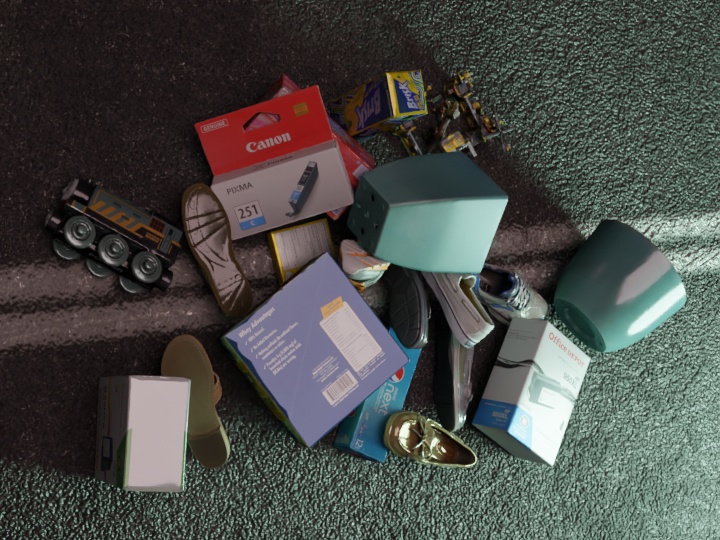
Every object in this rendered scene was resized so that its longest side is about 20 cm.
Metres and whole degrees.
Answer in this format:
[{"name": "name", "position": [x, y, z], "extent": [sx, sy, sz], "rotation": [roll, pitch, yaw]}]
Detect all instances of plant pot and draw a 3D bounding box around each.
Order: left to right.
[{"name": "plant pot", "position": [0.090, -0.088, 1.663], "extent": [0.197, 0.142, 0.143], "rotation": [-3, 125, -33]}, {"name": "plant pot", "position": [0.430, 0.042, 1.884], "extent": [0.161, 0.200, 0.202], "rotation": [-41, 103, -11]}]

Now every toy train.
[{"name": "toy train", "position": [-0.347, -0.049, 1.556], "extent": [0.198, 0.085, 0.115], "rotation": [29, 60, -20]}]

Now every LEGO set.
[{"name": "LEGO set", "position": [0.155, -0.242, 1.807], "extent": [0.198, 0.115, 0.156], "rotation": [-25, 96, -27]}]

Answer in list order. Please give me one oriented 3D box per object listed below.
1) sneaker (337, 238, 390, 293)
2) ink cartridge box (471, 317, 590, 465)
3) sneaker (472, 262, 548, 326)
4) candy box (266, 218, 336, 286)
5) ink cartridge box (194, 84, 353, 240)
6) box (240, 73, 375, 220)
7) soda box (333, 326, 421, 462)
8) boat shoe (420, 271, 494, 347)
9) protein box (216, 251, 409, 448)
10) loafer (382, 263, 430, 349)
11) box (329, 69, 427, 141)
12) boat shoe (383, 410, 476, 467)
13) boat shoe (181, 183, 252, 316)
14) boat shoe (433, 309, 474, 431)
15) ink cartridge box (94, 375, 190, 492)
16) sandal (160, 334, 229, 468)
[{"name": "sneaker", "position": [0.000, 0.000, 1.672], "extent": [0.077, 0.200, 0.078], "rotation": [30, 98, 8]}, {"name": "ink cartridge box", "position": [0.288, 0.201, 1.832], "extent": [0.144, 0.083, 0.203], "rotation": [37, 68, -37]}, {"name": "sneaker", "position": [0.244, 0.040, 1.843], "extent": [0.198, 0.085, 0.078], "rotation": [23, 75, -24]}, {"name": "candy box", "position": [-0.076, 0.028, 1.712], "extent": [0.101, 0.026, 0.204], "rotation": [-14, 92, -30]}, {"name": "ink cartridge box", "position": [-0.128, -0.156, 1.612], "extent": [0.197, 0.045, 0.179], "rotation": [-16, 115, 6]}, {"name": "box", "position": [-0.078, -0.189, 1.676], "extent": [0.199, 0.095, 0.103], "rotation": [40, 105, -17]}, {"name": "soda box", "position": [0.028, 0.195, 1.728], "extent": [0.067, 0.064, 0.203], "rotation": [26, 74, -22]}, {"name": "boat shoe", "position": [0.159, 0.015, 1.756], "extent": [0.074, 0.086, 0.204], "rotation": [12, 47, -53]}, {"name": "protein box", "position": [-0.073, 0.116, 1.609], "extent": [0.198, 0.135, 0.201], "rotation": [-39, 93, -12]}, {"name": "loafer", "position": [0.081, 0.036, 1.737], "extent": [0.062, 0.072, 0.203], "rotation": [18, 46, -41]}, {"name": "box", "position": [0.025, -0.253, 1.696], "extent": [0.063, 0.199, 0.071], "rotation": [-10, 90, -28]}, {"name": "boat shoe", "position": [0.111, 0.269, 1.725], "extent": [0.199, 0.062, 0.075], "rotation": [24, 79, -48]}, {"name": "boat shoe", "position": [-0.220, -0.028, 1.621], "extent": [0.071, 0.066, 0.204], "rotation": [-25, 100, -22]}, {"name": "boat shoe", "position": [0.162, 0.161, 1.797], "extent": [0.064, 0.074, 0.206], "rotation": [6, 75, -22]}, {"name": "ink cartridge box", "position": [-0.299, 0.217, 1.482], "extent": [0.086, 0.199, 0.148], "rotation": [5, 83, -23]}, {"name": "sandal", "position": [-0.237, 0.180, 1.601], "extent": [0.076, 0.070, 0.215], "rotation": [-11, 110, 6]}]
